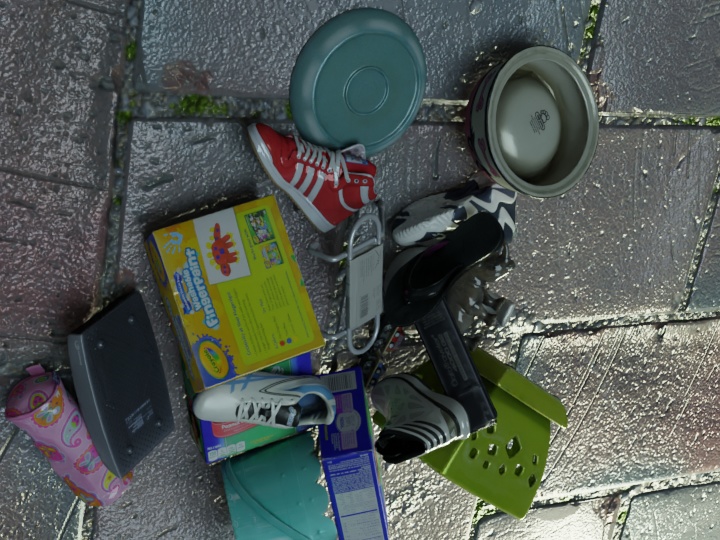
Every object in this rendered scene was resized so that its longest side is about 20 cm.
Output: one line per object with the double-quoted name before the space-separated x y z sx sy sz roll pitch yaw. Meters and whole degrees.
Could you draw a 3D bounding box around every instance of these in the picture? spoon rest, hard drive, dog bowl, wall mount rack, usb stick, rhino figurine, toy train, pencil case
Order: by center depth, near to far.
"hard drive" -0.300 0.142 1.554 0.135 0.042 0.202 -44 130 -52
"pencil case" -0.367 0.212 1.573 0.087 0.087 0.201 -36 126 -9
"wall mount rack" 0.000 0.000 1.641 0.173 0.074 0.202 -29 130 -44
"dog bowl" 0.225 -0.197 1.675 0.198 0.073 0.203 -1 92 -32
"usb stick" 0.125 0.125 1.686 0.055 0.033 0.202 -25 85 11
"rhino figurine" 0.152 0.040 1.714 0.087 0.060 0.201 28 118 2
"toy train" 0.039 0.090 1.752 0.045 0.034 0.201 8 123 -32
"spoon rest" 0.123 0.029 1.786 0.198 0.061 0.100 19 104 -22

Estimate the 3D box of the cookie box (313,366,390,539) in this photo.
"cookie box" -0.011 0.269 1.739 0.074 0.172 0.202 -9 127 1

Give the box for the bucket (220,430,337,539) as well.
"bucket" -0.109 0.329 1.705 0.133 0.208 0.209 -14 122 -6

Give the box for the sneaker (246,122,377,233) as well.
"sneaker" -0.053 -0.137 1.561 0.112 0.072 0.200 -28 137 15

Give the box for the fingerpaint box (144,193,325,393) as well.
"fingerpaint box" -0.157 0.029 1.545 0.165 0.073 0.202 -19 87 -21

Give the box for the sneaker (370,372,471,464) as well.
"sneaker" 0.048 0.200 1.693 0.114 0.200 0.077 -20 109 -30

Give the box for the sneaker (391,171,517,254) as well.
"sneaker" 0.141 -0.047 1.732 0.198 0.079 0.131 -30 118 -26

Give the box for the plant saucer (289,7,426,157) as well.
"plant saucer" 0.004 -0.233 1.592 0.198 0.027 0.202 -13 120 -23

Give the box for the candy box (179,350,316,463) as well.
"candy box" -0.151 0.135 1.660 0.167 0.077 0.202 -16 120 -22

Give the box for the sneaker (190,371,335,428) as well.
"sneaker" -0.121 0.171 1.603 0.198 0.072 0.073 2 115 -30

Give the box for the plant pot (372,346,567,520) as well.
"plant pot" 0.170 0.217 1.819 0.199 0.199 0.183 32 90 -37

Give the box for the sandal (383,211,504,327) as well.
"sandal" 0.102 -0.006 1.654 0.200 0.076 0.048 -43 156 10
